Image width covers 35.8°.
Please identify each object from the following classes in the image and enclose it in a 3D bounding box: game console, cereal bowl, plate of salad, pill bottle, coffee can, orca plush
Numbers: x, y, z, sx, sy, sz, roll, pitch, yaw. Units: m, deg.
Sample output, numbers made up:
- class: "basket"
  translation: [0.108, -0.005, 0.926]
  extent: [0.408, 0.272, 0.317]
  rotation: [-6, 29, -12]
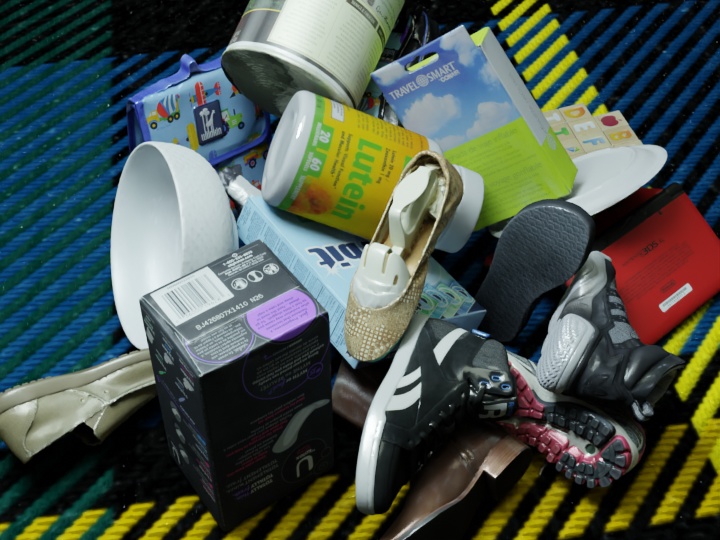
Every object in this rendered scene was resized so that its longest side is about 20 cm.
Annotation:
- class: "game console"
  translation: [0.262, -0.003, 1.174]
  extent: [0.199, 0.119, 0.174]
  rotation: [-31, 82, -28]
- class: "cereal bowl"
  translation: [-0.174, -0.023, 1.083]
  extent: [0.082, 0.202, 0.201]
  rotation: [0, 38, -31]
- class: "plate of salad"
  translation: [0.228, -0.075, 1.162]
  extent: [0.198, 0.049, 0.200]
  rotation: [-26, 14, 7]
- class: "pill bottle"
  translation: [0.014, -0.086, 1.068]
  extent: [0.197, 0.112, 0.112]
  rotation: [19, 40, -16]
- class: "coffee can"
  translation: [-0.035, -0.264, 1.121]
  extent: [0.144, 0.147, 0.202]
  rotation: [18, 74, 19]
- class: "orca plush"
  translation: [-0.092, -0.012, 1.142]
  extent: [0.199, 0.071, 0.105]
  rotation: [39, 33, 2]

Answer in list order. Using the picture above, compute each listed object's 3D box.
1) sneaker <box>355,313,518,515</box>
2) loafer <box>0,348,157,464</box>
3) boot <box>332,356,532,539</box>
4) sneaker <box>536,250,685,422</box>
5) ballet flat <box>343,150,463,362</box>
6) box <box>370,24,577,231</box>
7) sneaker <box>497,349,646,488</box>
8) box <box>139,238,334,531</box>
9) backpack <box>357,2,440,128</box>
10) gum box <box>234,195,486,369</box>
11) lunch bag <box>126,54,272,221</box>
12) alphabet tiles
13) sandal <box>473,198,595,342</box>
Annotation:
- class: "sneaker"
  translation: [0.071, 0.118, 0.915]
  extent: [0.110, 0.074, 0.201]
  rotation: [10, 46, 14]
- class: "loafer"
  translation: [-0.236, 0.121, 1.012]
  extent: [0.197, 0.076, 0.068]
  rotation: [-15, 82, -27]
- class: "boot"
  translation: [0.022, 0.158, 0.978]
  extent: [0.185, 0.065, 0.199]
  rotation: [-32, 49, -30]
- class: "sneaker"
  translation: [0.227, 0.063, 0.994]
  extent: [0.113, 0.076, 0.200]
  rotation: [28, 34, 4]
- class: "ballet flat"
  translation: [0.029, -0.020, 0.962]
  extent: [0.070, 0.065, 0.202]
  rotation: [10, 63, 27]
- class: "box"
  translation: [0.113, -0.144, 1.104]
  extent: [0.121, 0.201, 0.048]
  rotation: [-21, 25, 35]
- class: "sneaker"
  translation: [0.161, 0.126, 1.006]
  extent: [0.199, 0.082, 0.074]
  rotation: [32, 24, 29]
- class: "box"
  translation: [-0.099, 0.098, 0.935]
  extent: [0.121, 0.202, 0.106]
  rotation: [-25, 48, -25]
- class: "backpack"
  translation: [0.007, -0.169, 1.223]
  extent: [0.180, 0.135, 0.203]
  rotation: [-5, 62, 26]
- class: "gum box"
  translation: [0.000, 0.000, 1.081]
  extent: [0.168, 0.045, 0.200]
  rotation: [-7, 45, -46]
- class: "lunch bag"
  translation: [-0.171, -0.143, 1.192]
  extent: [0.149, 0.202, 0.094]
  rotation: [-27, 48, -25]
- class: "alphabet tiles"
  translation: [0.226, -0.138, 1.304]
  extent: [0.197, 0.006, 0.168]
  rotation: [-13, 39, -3]
- class: "sandal"
  translation: [0.159, -0.007, 1.047]
  extent: [0.076, 0.201, 0.043]
  rotation: [43, 55, 8]
